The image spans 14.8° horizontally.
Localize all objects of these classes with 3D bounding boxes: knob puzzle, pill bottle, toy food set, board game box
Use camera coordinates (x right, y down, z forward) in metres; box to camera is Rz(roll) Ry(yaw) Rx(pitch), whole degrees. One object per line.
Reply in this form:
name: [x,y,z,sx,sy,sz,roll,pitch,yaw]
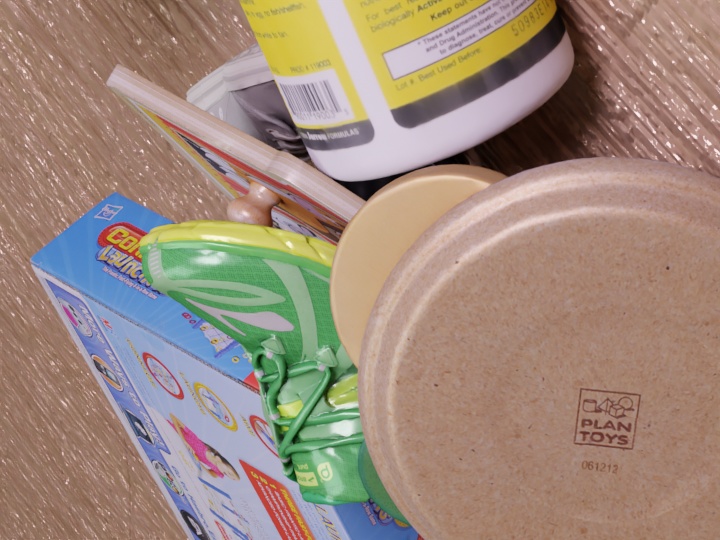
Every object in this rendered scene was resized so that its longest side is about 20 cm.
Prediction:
knob puzzle: [0.000,0.000,1.150,0.219,0.030,0.220,32,173,4]
pill bottle: [-0.004,-0.145,1.056,0.112,0.112,0.200,6,124,61]
toy food set: [0.092,0.047,1.050,0.049,0.200,0.198,-79,-22,-65]
board game box: [-0.040,0.079,1.268,0.196,0.056,0.200,26,150,46]

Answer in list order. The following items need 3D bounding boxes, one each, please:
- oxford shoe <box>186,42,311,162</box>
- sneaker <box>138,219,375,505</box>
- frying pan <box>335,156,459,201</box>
oxford shoe: [-0.027,-0.079,1.228,0.058,0.075,0.200,63,162,0]
sneaker: [-0.007,0.048,1.101,0.200,0.084,0.074,37,159,-20]
frying pan: [0.020,-0.047,1.220,0.115,0.031,0.190,22,136,49]
